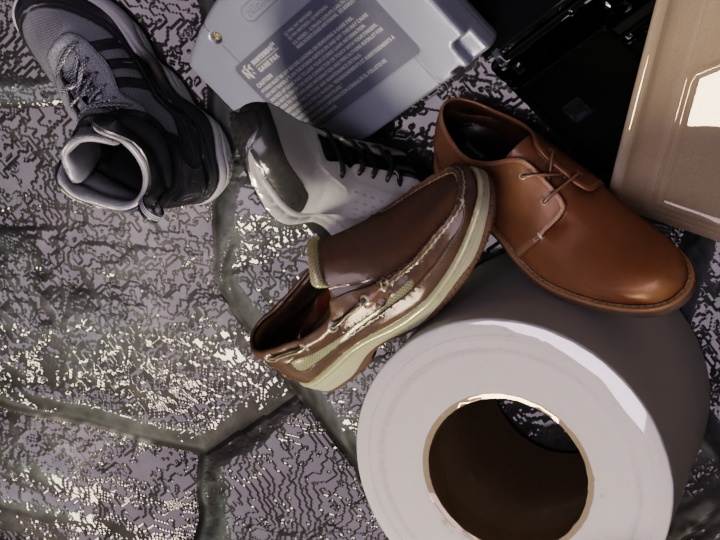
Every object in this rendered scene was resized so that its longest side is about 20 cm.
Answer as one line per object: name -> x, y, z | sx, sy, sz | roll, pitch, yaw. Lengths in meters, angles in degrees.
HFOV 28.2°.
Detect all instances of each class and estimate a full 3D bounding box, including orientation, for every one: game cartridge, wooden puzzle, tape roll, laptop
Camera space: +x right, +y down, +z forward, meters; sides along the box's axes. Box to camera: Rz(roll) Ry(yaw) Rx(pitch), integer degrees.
game cartridge -> -0.021, -0.147, 0.897 | 0.133, 0.042, 0.199 | 48, 141, -10
wooden puzzle -> 0.256, -0.084, 0.824 | 0.198, 0.037, 0.186 | 17, 133, 12
tape roll -> 0.113, 0.100, 0.918 | 0.201, 0.139, 0.205 | 8, 112, 21
laptop -> 0.161, -0.181, 0.865 | 0.177, 0.104, 0.200 | -35, 119, 31

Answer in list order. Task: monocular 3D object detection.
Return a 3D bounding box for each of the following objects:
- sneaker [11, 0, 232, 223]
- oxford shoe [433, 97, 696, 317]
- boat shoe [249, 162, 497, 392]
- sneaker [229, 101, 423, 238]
sneaker -> -0.181, -0.115, 0.980 | 0.200, 0.114, 0.076 | 46, 120, 2
oxford shoe -> 0.114, -0.040, 0.862 | 0.199, 0.071, 0.072 | 35, 157, 31
boat shoe -> 0.001, 0.005, 0.879 | 0.074, 0.075, 0.203 | 21, 129, -28
sneaker -> -0.011, -0.062, 0.903 | 0.079, 0.200, 0.074 | -25, 63, 19
